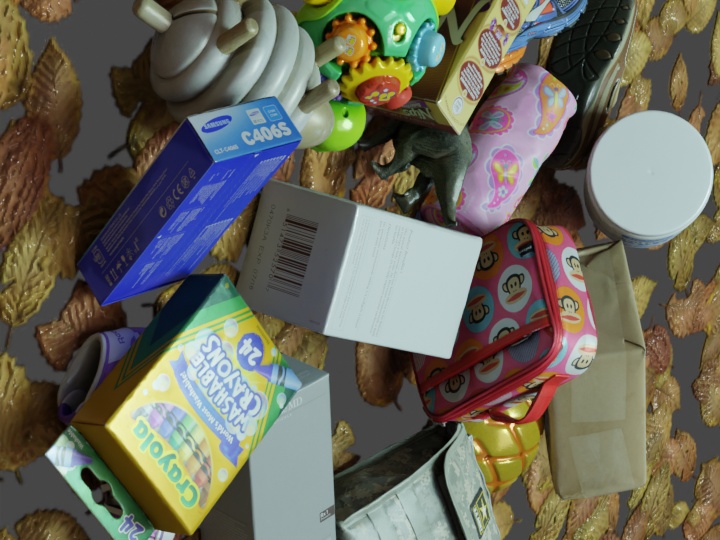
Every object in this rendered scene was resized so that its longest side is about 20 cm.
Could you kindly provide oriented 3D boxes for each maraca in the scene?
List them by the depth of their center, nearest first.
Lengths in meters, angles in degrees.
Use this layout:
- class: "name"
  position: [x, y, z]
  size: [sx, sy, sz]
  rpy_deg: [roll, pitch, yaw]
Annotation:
- class: "maraca"
  position: [0.121, 0.186, 1.787]
  size: [0.137, 0.107, 0.201]
  rpy_deg: [29, 92, -46]

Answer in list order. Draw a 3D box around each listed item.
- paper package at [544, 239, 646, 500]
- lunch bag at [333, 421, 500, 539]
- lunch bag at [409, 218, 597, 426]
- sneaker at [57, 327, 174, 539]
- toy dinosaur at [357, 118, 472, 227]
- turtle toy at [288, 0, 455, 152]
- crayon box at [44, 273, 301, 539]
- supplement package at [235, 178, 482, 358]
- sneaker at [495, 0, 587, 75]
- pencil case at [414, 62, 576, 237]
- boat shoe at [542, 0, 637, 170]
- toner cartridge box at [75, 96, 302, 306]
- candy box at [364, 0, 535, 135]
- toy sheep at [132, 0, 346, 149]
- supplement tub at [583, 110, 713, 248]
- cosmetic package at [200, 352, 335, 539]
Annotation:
- class: "paper package"
  position: [0.241, 0.102, 1.823]
  size: [0.192, 0.102, 0.202]
  rpy_deg: [-92, 175, -50]
- class: "lunch bag"
  position: [0.056, 0.259, 1.676]
  size: [0.199, 0.117, 0.166]
  rpy_deg: [-29, 109, -30]
- class: "lunch bag"
  position: [0.133, 0.063, 1.644]
  size: [0.081, 0.199, 0.178]
  rpy_deg: [9, 60, -40]
- class: "sneaker"
  position: [-0.204, 0.146, 1.397]
  size: [0.114, 0.072, 0.203]
  rpy_deg: [3, 91, -48]
- class: "toy dinosaur"
  position: [0.060, -0.113, 1.573]
  size: [0.102, 0.200, 0.077]
  rpy_deg: [-35, 119, 5]
- class: "turtle toy"
  position: [-0.004, -0.179, 1.459]
  size: [0.144, 0.200, 0.102]
  rpy_deg: [0, 63, -27]
- class: "crayon box"
  position: [-0.144, 0.117, 1.369]
  size: [0.201, 0.051, 0.126]
  rpy_deg: [-53, 124, -31]
- class: "supplement package"
  position: [0.000, 0.000, 1.552]
  size: [0.199, 0.116, 0.118]
  rpy_deg: [14, 92, -52]
- class: "sneaker"
  position: [0.158, -0.264, 1.688]
  size: [0.200, 0.075, 0.079]
  rpy_deg: [-42, 130, -36]
- class: "pencil case"
  position: [0.137, -0.109, 1.713]
  size: [0.201, 0.087, 0.088]
  rpy_deg: [-58, 140, -18]
- class: "boat shoe"
  position: [0.239, -0.200, 1.821]
  size: [0.074, 0.075, 0.202]
  rpy_deg: [19, 97, -58]
- class: "toner cartridge box"
  position: [-0.134, -0.051, 1.322]
  size: [0.094, 0.043, 0.200]
  rpy_deg: [-21, 162, -45]
- class: "candy box"
  position: [0.082, -0.228, 1.568]
  size: [0.201, 0.116, 0.056]
  rpy_deg: [-61, 141, -15]
- class: "toy sheep"
  position: [-0.098, -0.160, 1.358]
  size: [0.199, 0.137, 0.139]
  rpy_deg: [37, 73, -30]
- class: "supplement tub"
  position: [0.302, -0.094, 1.825]
  size: [0.200, 0.130, 0.134]
  rpy_deg: [14, 94, -83]
- class: "cosmetic package"
  position: [-0.085, 0.184, 1.542]
  size: [0.106, 0.090, 0.202]
  rpy_deg: [-26, 125, -39]
